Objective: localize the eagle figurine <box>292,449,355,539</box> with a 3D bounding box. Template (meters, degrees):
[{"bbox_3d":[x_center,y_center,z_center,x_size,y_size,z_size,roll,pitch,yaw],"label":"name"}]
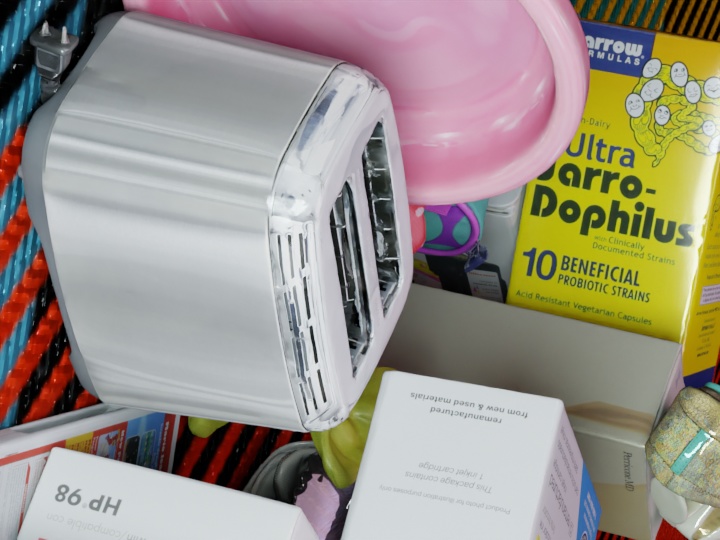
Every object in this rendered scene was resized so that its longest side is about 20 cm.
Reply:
[{"bbox_3d":[0.032,0.187,1.195,0.201,0.150,0.152,-103,-155,-42],"label":"eagle figurine"}]

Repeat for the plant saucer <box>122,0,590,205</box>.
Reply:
[{"bbox_3d":[0.001,-0.107,0.964,0.201,0.199,0.051,75,29,-52],"label":"plant saucer"}]

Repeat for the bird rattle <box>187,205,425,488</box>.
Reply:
[{"bbox_3d":[0.000,0.000,1.121,0.163,0.112,0.201,90,20,-72],"label":"bird rattle"}]

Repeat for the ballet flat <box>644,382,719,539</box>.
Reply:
[{"bbox_3d":[0.185,0.111,1.230,0.200,0.070,0.071,47,57,-68],"label":"ballet flat"}]

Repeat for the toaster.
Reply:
[{"bbox_3d":[-0.055,-0.022,0.961,0.201,0.128,0.114,82,26,-44],"label":"toaster"}]

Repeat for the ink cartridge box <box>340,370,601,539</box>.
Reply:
[{"bbox_3d":[0.037,0.166,0.996,0.145,0.084,0.202,62,41,-62],"label":"ink cartridge box"}]

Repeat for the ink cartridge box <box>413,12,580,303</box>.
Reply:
[{"bbox_3d":[0.089,-0.049,1.427,0.200,0.082,0.147,70,37,-57],"label":"ink cartridge box"}]

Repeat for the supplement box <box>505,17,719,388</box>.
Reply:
[{"bbox_3d":[0.159,-0.037,1.341,0.109,0.108,0.202,-5,106,-70],"label":"supplement box"}]

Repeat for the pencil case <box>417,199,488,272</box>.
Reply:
[{"bbox_3d":[0.056,-0.105,1.291,0.085,0.092,0.201,32,62,-24],"label":"pencil case"}]

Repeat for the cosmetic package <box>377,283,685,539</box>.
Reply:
[{"bbox_3d":[0.074,0.074,1.277,0.106,0.198,0.071,75,33,-51],"label":"cosmetic package"}]

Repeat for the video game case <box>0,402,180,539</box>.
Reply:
[{"bbox_3d":[-0.133,0.132,0.995,0.200,0.017,0.144,-10,110,-70],"label":"video game case"}]

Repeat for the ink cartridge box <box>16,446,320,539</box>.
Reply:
[{"bbox_3d":[-0.071,0.137,0.971,0.200,0.115,0.067,66,39,-60],"label":"ink cartridge box"}]

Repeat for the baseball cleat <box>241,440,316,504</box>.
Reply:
[{"bbox_3d":[-0.011,0.139,1.271,0.200,0.069,0.107,-26,125,-67],"label":"baseball cleat"}]
